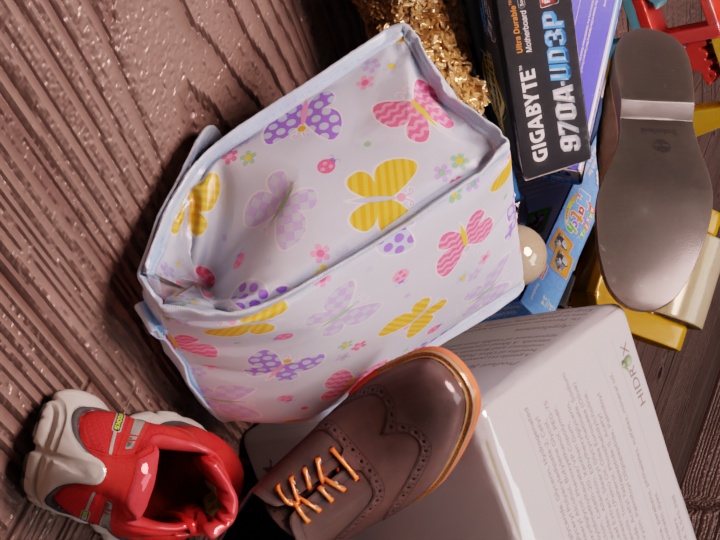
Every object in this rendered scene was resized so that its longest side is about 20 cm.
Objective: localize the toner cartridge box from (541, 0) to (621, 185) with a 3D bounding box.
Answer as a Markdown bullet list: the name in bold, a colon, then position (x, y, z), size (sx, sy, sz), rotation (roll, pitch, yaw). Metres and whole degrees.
- **toner cartridge box**: position (0.148, -0.161, 1.042), size (0.095, 0.043, 0.200), rotation (13, 89, -80)

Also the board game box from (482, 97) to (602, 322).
- **board game box**: position (0.112, -0.034, 1.173), size (0.037, 0.151, 0.200), rotation (42, 58, -24)

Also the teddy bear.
- **teddy bear**: position (0.038, -0.145, 0.920), size (0.145, 0.067, 0.200), rotation (-96, 167, -53)

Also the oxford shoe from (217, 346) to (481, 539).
- **oxford shoe**: position (-0.010, 0.115, 0.851), size (0.200, 0.071, 0.073), rotation (-48, 169, 34)

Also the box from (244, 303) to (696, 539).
- **box**: position (0.075, 0.149, 0.994), size (0.171, 0.199, 0.200), rotation (-29, 103, -46)

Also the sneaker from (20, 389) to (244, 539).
- **sneaker**: position (-0.098, 0.115, 0.807), size (0.200, 0.085, 0.077), rotation (30, 78, -70)

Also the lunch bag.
- **lunch bag**: position (-0.022, -0.011, 0.848), size (0.200, 0.127, 0.170), rotation (-35, 153, -8)

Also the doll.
- **doll**: position (0.090, -0.046, 1.066), size (0.200, 0.048, 0.137), rotation (-97, -174, -64)

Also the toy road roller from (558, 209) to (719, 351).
- **toy road roller**: position (0.199, -0.017, 1.359), size (0.146, 0.200, 0.123), rotation (-175, -76, -74)

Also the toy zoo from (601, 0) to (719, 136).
- **toy zoo**: position (0.212, -0.171, 1.143), size (0.020, 0.131, 0.200), rotation (-34, 109, -37)

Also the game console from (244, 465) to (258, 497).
- **game console**: position (0.020, 0.134, 1.099), size (0.200, 0.176, 0.116), rotation (-61, -176, -31)

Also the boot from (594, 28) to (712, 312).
- **boot**: position (0.183, -0.055, 1.026), size (0.075, 0.074, 0.200), rotation (109, -11, -62)

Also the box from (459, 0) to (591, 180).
- **box**: position (0.079, -0.177, 0.917), size (0.159, 0.046, 0.200), rotation (-113, -174, -51)
